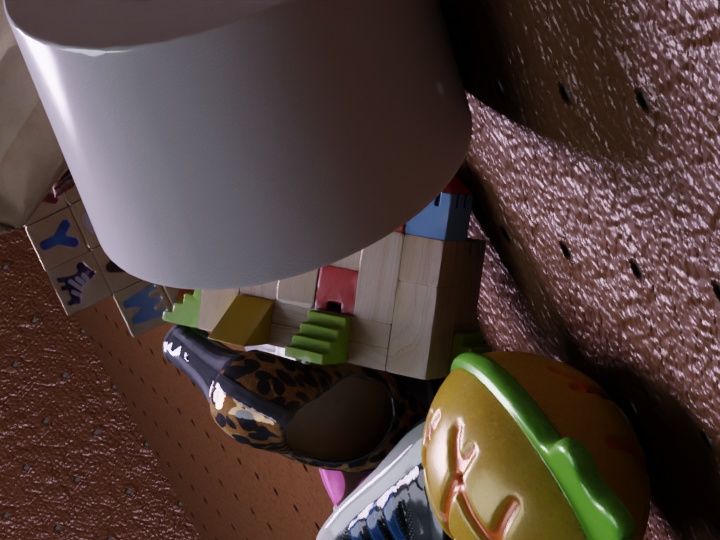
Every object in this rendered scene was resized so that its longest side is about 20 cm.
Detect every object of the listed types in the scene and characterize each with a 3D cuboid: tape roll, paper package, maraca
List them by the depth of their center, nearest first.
[{"bbox_3d":[-0.057,-0.104,1.096,0.203,0.202,0.139,46,160,55],"label":"tape roll"},{"bbox_3d":[0.096,0.109,1.118,0.137,0.107,0.200,61,170,-23],"label":"maraca"},{"bbox_3d":[-0.169,-0.157,1.297,0.103,0.200,0.191,33,133,-8],"label":"paper package"}]

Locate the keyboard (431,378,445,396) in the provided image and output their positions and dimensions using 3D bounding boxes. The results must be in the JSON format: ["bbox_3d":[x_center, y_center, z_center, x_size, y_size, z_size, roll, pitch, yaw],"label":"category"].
[{"bbox_3d":[0.053,0.055,1.391,0.127,0.021,0.200,69,165,-11],"label":"keyboard"}]

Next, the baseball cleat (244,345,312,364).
[{"bbox_3d":[-0.053,0.011,1.445,0.106,0.070,0.200,-25,89,63],"label":"baseball cleat"}]

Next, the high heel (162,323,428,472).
[{"bbox_3d":[-0.009,0.092,1.286,0.200,0.072,0.143,23,-176,-28],"label":"high heel"}]

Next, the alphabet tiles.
[{"bbox_3d":[-0.128,-0.058,1.507,0.006,0.200,0.167,84,160,-89],"label":"alphabet tiles"}]

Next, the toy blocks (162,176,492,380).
[{"bbox_3d":[-0.007,-0.022,1.246,0.200,0.100,0.137,12,97,30],"label":"toy blocks"}]

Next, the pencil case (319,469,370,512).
[{"bbox_3d":[-0.004,0.109,1.581,0.091,0.094,0.200,43,156,59],"label":"pencil case"}]

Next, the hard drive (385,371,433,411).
[{"bbox_3d":[0.000,0.000,1.396,0.140,0.033,0.200,-125,21,-47],"label":"hard drive"}]

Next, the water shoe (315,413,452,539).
[{"bbox_3d":[0.034,0.155,1.325,0.079,0.071,0.200,58,141,22],"label":"water shoe"}]

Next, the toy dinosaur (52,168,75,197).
[{"bbox_3d":[-0.111,-0.135,1.401,0.182,0.199,0.105,-121,38,-45],"label":"toy dinosaur"}]
